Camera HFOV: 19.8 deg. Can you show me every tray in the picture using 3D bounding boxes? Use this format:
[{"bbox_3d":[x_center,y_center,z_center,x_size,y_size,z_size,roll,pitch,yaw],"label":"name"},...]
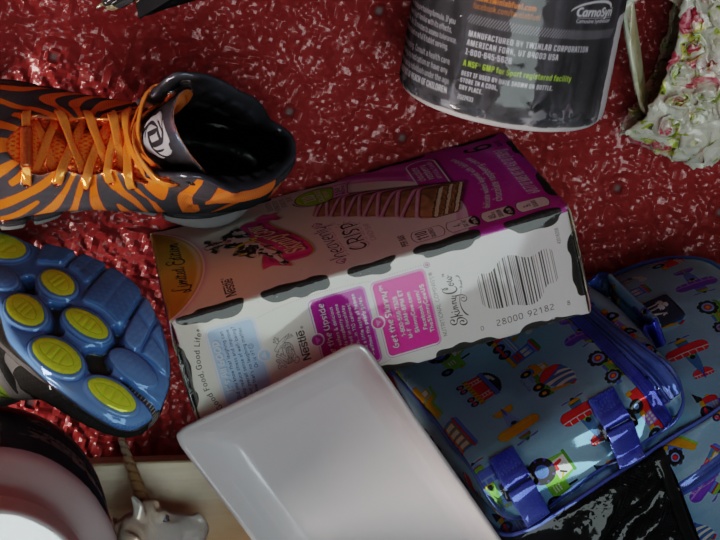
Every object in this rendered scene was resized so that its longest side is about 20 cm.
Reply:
[{"bbox_3d":[0.009,0.126,0.992,0.107,0.022,0.200,-27,113,19],"label":"tray"}]

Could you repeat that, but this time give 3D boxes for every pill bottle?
[{"bbox_3d":[-0.171,0.135,0.957,0.119,0.200,0.120,-1,96,-10],"label":"pill bottle"},{"bbox_3d":[0.085,-0.176,0.998,0.106,0.106,0.201,6,110,-13],"label":"pill bottle"}]

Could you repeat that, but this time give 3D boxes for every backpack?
[{"bbox_3d":[0.139,0.069,1.063,0.199,0.183,0.135,-30,122,-1],"label":"backpack"}]

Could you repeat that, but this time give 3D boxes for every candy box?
[{"bbox_3d":[0.000,0.000,1.035,0.199,0.136,0.061,-17,111,-5],"label":"candy box"}]

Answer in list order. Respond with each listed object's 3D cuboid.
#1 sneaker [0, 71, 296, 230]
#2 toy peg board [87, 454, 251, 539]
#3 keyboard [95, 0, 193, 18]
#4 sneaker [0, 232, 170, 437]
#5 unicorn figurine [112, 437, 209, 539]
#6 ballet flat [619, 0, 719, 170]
[{"bbox_3d":[-0.124,-0.065,0.985,0.199,0.112,0.078,-1,82,-22],"label":"sneaker"},{"bbox_3d":[-0.126,0.194,1.123,0.199,0.098,0.200,-1,95,-11],"label":"toy peg board"},{"bbox_3d":[-0.044,-0.155,0.927,0.127,0.200,0.021,-24,92,-40],"label":"keyboard"},{"bbox_3d":[-0.163,0.033,1.007,0.071,0.199,0.083,-37,134,-35],"label":"sneaker"},{"bbox_3d":[-0.072,0.199,1.046,0.137,0.074,0.201,12,90,-16],"label":"unicorn figurine"},{"bbox_3d":[0.166,-0.148,1.047,0.064,0.076,0.201,4,107,5],"label":"ballet flat"}]
